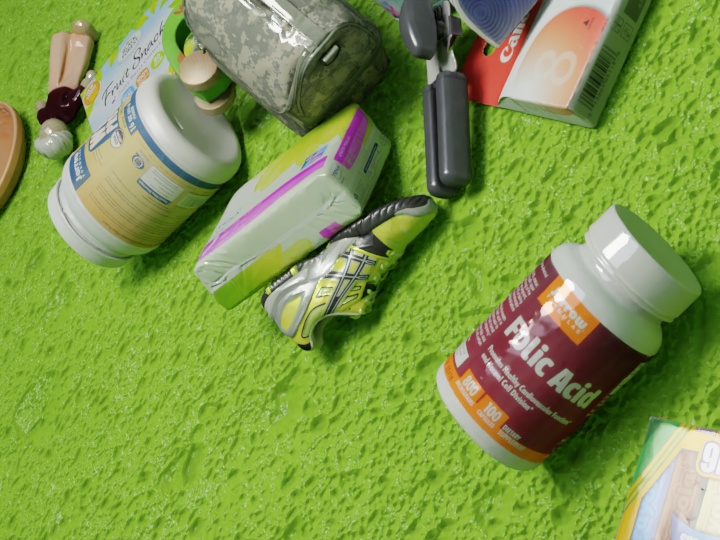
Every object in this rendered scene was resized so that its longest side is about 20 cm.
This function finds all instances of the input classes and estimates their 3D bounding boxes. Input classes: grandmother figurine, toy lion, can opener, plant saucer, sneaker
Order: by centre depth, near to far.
[{"bbox_3d":[0.083,-0.306,1.352,0.081,0.199,0.115,-44,8,13],"label":"sneaker"},{"bbox_3d":[0.066,-0.169,1.386,0.053,0.066,0.202,140,134,-57],"label":"can opener"},{"bbox_3d":[0.000,0.000,1.396,0.199,0.075,0.077,-37,81,18],"label":"sneaker"},{"bbox_3d":[-0.140,-0.299,1.639,0.199,0.069,0.192,-34,57,-1],"label":"toy lion"},{"bbox_3d":[-0.405,-0.237,1.966,0.121,0.060,0.202,-30,46,45],"label":"grandmother figurine"},{"bbox_3d":[-0.538,-0.143,2.074,0.199,0.037,0.202,-24,54,38],"label":"plant saucer"}]

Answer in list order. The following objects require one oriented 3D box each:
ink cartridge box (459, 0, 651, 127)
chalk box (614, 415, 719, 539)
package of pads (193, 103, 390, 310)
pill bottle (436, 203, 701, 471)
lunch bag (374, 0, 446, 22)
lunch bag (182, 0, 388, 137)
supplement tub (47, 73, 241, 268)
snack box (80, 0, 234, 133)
[{"bbox_3d":[0.168,-0.228,1.341,0.199,0.050,0.163,21,85,48],"label":"ink cartridge box"},{"bbox_3d":[0.242,0.217,0.953,0.123,0.124,0.202,9,75,49],"label":"chalk box"},{"bbox_3d":[-0.068,-0.067,1.453,0.199,0.068,0.155,-34,20,31],"label":"package of pads"},{"bbox_3d":[0.163,0.052,1.138,0.200,0.114,0.115,-47,42,19],"label":"pill bottle"},{"bbox_3d":[0.086,-0.346,1.470,0.199,0.077,0.162,-25,50,38],"label":"lunch bag"},{"bbox_3d":[-0.084,-0.251,1.471,0.200,0.168,0.139,42,84,17],"label":"lunch bag"},{"bbox_3d":[-0.248,-0.110,1.654,0.200,0.144,0.146,-40,45,25],"label":"supplement tub"},{"bbox_3d":[-0.249,-0.228,1.782,0.200,0.067,0.169,-45,43,19],"label":"snack box"}]
